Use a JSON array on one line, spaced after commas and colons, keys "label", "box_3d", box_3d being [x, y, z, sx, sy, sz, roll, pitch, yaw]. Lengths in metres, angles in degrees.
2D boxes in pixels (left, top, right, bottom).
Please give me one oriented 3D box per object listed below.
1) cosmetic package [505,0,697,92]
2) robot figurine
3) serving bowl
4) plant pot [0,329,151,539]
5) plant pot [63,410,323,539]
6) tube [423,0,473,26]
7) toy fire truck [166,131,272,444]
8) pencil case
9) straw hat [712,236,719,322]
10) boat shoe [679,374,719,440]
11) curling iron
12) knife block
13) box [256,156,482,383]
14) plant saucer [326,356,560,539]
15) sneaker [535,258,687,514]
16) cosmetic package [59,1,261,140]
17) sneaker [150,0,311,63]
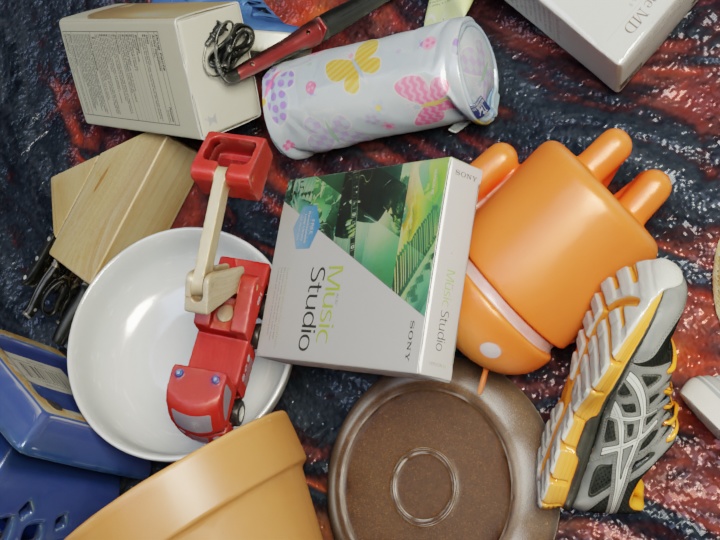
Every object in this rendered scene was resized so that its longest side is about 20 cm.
[{"label": "cosmetic package", "box_3d": [0.150, -0.241, 0.741, 0.200, 0.074, 0.102, 42, 94, 16]}, {"label": "robot figurine", "box_3d": [0.129, -0.007, 0.702, 0.200, 0.143, 0.117, -45, 34, 12]}, {"label": "serving bowl", "box_3d": [-0.147, 0.069, 0.851, 0.195, 0.066, 0.204, -3, 69, 6]}, {"label": "plant pot", "box_3d": [-0.316, 0.165, 0.866, 0.199, 0.200, 0.181, 38, 91, 31]}, {"label": "plant pot", "box_3d": [-0.109, 0.219, 0.747, 0.198, 0.199, 0.142, -34, 80, 17]}, {"label": "tube", "box_3d": [0.100, -0.296, 0.829, 0.051, 0.058, 0.204, 18, 86, 19]}, {"label": "toy fire truck", "box_3d": [-0.106, 0.015, 0.752, 0.048, 0.142, 0.204, 8, 64, 11]}, {"label": "pencil case", "box_3d": [0.015, -0.146, 0.816, 0.196, 0.091, 0.085, -6, 65, 28]}, {"label": "straw hat", "box_3d": [0.313, -0.001, 0.613, 0.197, 0.085, 0.206, -7, 75, 28]}, {"label": "boat shoe", "box_3d": [0.292, 0.119, 0.606, 0.199, 0.072, 0.069, 39, 91, 32]}, {"label": "curling iron", "box_3d": [-0.044, -0.209, 0.836, 0.197, 0.050, 0.025, -26, 25, -21]}, {"label": "knife block", "box_3d": [-0.233, -0.016, 0.937, 0.197, 0.064, 0.179, -20, 70, 24]}, {"label": "box", "box_3d": [0.000, 0.000, 0.725, 0.198, 0.036, 0.148, -1, 77, 51]}, {"label": "plant saucer", "box_3d": [0.053, 0.164, 0.752, 0.196, 0.032, 0.205, -8, 73, 27]}, {"label": "sneaker", "box_3d": [0.174, 0.080, 0.644, 0.076, 0.079, 0.203, 14, 126, 2]}, {"label": "cosmetic package", "box_3d": [-0.184, -0.184, 0.895, 0.198, 0.070, 0.107, 16, 124, 43]}, {"label": "sneaker", "box_3d": [-0.118, -0.259, 0.924, 0.197, 0.076, 0.114, 18, 96, 38]}]
